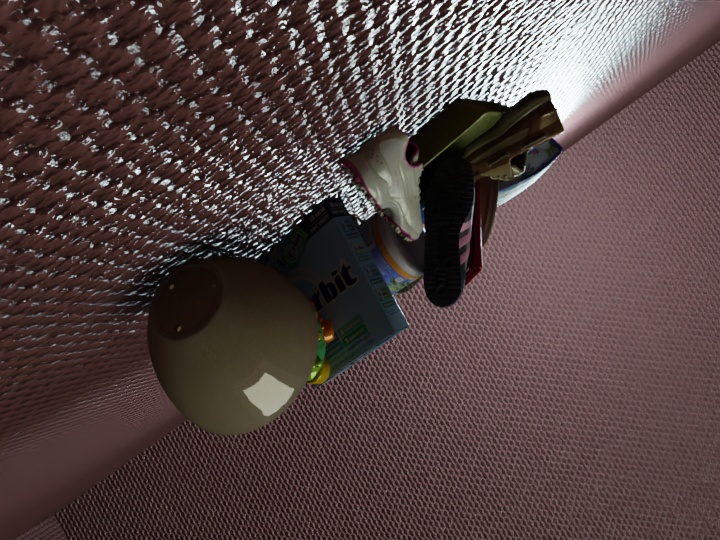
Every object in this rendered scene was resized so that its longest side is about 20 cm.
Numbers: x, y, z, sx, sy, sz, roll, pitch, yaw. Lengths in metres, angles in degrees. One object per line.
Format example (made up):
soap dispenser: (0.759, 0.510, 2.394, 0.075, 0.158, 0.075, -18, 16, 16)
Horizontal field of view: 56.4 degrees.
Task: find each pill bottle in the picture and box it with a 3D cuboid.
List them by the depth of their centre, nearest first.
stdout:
pill bottle: (0.000, 0.000, 0.995, 0.198, 0.114, 0.111, -34, 175, 32)

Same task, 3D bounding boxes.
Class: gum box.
gum box: (-0.046, 0.033, 0.935, 0.169, 0.203, 0.044, -37, 166, 34)

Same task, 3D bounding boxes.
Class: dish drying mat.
dish drying mat: (0.156, -0.074, 1.004, 0.018, 0.205, 0.077, 12, 148, -14)

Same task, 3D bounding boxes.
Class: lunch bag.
lunch bag: (0.281, -0.198, 1.363, 0.200, 0.128, 0.170, -43, 177, -12)

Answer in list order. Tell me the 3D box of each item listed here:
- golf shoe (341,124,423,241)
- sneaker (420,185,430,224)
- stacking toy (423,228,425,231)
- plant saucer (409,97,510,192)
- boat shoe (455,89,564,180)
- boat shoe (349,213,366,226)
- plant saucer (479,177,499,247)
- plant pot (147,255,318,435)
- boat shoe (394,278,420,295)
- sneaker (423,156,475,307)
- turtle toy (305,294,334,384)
golf shoe: (0.052, -0.103, 0.835, 0.092, 0.075, 0.200, -46, 151, 1)
sneaker: (0.125, -0.093, 1.073, 0.065, 0.080, 0.200, -32, 174, 14)
stacking toy: (0.068, -0.070, 1.423, 0.108, 0.118, 0.200, -33, -172, -3)
plant saucer: (0.117, -0.177, 0.949, 0.199, 0.048, 0.199, -37, 174, 28)
boat shoe: (0.194, -0.159, 0.920, 0.075, 0.075, 0.199, -28, 172, -42)
boat shoe: (-0.018, -0.059, 1.108, 0.201, 0.070, 0.066, 79, 31, -72)
plant saucer: (0.185, -0.138, 1.106, 0.029, 0.206, 0.200, 0, 169, -7)
plant pot: (-0.160, 0.064, 0.753, 0.198, 0.202, 0.135, -34, 144, 0)
boat shoe: (0.031, 0.014, 1.142, 0.198, 0.073, 0.064, -34, -149, -22)
sneaker: (0.121, -0.051, 0.933, 0.068, 0.206, 0.082, 8, 177, 12)
turtle toy: (-0.114, 0.066, 0.889, 0.145, 0.198, 0.103, 23, 99, -57)
